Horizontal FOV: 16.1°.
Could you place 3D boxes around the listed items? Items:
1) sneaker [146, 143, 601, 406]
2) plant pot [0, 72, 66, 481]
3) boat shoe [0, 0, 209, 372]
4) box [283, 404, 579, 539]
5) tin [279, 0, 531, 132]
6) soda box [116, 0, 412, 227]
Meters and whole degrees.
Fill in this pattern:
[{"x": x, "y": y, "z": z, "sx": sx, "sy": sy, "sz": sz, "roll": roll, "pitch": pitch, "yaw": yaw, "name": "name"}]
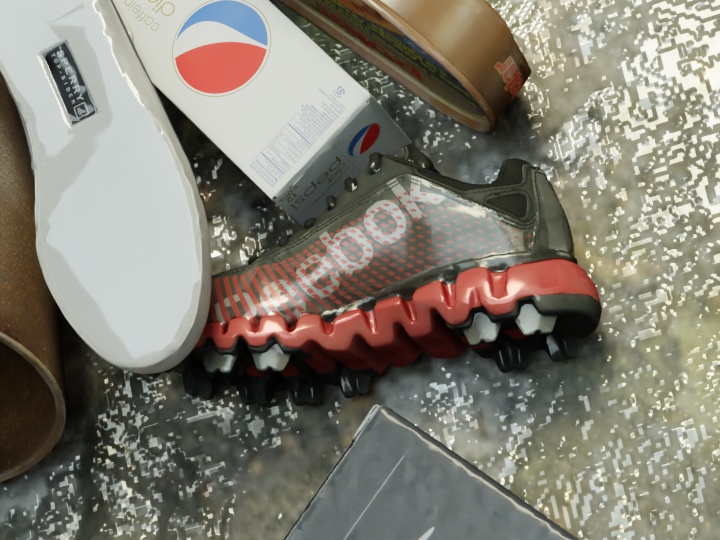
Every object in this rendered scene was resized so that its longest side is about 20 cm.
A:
[{"x": 0.000, "y": 0.000, "z": 1.082, "sx": 0.200, "sy": 0.071, "sz": 0.098, "roll": -10, "pitch": 71, "yaw": 13, "name": "sneaker"}, {"x": -0.215, "y": -0.030, "z": 1.120, "sx": 0.187, "sy": 0.187, "sz": 0.200, "roll": -9, "pitch": 57, "yaw": 16, "name": "plant pot"}, {"x": -0.108, "y": -0.050, "z": 1.074, "sx": 0.071, "sy": 0.070, "sz": 0.200, "roll": -25, "pitch": 76, "yaw": 9, "name": "boat shoe"}, {"x": 0.054, "y": 0.171, "z": 0.994, "sx": 0.200, "sy": 0.104, "sz": 0.148, "roll": 35, "pitch": 87, "yaw": 25, "name": "box"}, {"x": -0.010, "y": -0.131, "z": 1.104, "sx": 0.200, "sy": 0.112, "sz": 0.042, "roll": 36, "pitch": 80, "yaw": 23, "name": "tin"}, {"x": -0.071, "y": -0.106, "z": 1.139, "sx": 0.064, "sy": 0.068, "sz": 0.200, "roll": -46, "pitch": 66, "yaw": 1, "name": "soda box"}]
